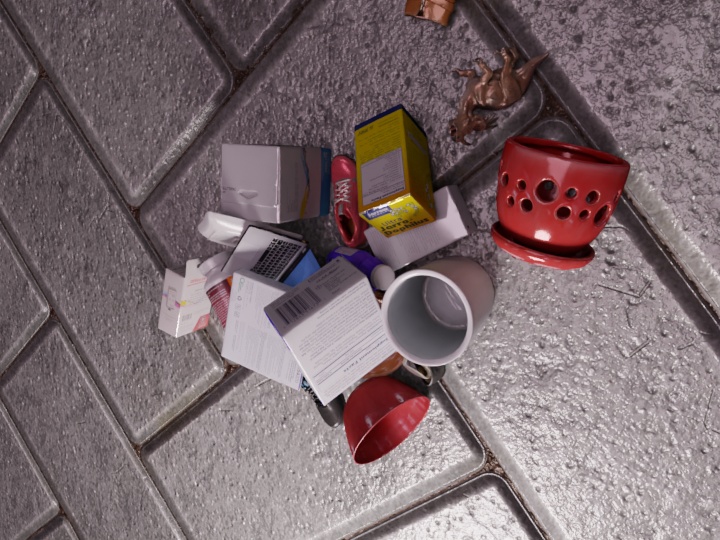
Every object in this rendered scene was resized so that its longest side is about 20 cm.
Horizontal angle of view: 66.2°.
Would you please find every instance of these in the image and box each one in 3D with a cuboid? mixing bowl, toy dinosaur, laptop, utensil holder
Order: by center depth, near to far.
[{"bbox_3d":[0.240,-0.314,0.985,0.197,0.086,0.137,-18,103,12],"label":"toy dinosaur"},{"bbox_3d":[0.154,0.064,1.032,0.168,0.199,0.173,6,104,26],"label":"utensil holder"},{"bbox_3d":[-0.171,0.027,1.134,0.187,0.198,0.117,-44,38,47],"label":"laptop"},{"bbox_3d":[0.038,0.295,1.158,0.109,0.199,0.201,48,118,32],"label":"mixing bowl"}]

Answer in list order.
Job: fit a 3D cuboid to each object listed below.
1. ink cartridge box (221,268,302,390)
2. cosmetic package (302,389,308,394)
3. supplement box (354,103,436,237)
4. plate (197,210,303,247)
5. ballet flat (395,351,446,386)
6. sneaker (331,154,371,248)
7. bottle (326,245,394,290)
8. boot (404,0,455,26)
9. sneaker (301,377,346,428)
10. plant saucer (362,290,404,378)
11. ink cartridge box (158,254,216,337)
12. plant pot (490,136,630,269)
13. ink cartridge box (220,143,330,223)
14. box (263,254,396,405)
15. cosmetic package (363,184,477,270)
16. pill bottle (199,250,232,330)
[{"bbox_3d":[-0.185,0.120,1.135,0.198,0.043,0.199,20,110,15],"label":"ink cartridge box"},{"bbox_3d":[-0.095,0.171,1.252,0.104,0.071,0.203,-8,96,29],"label":"cosmetic package"},{"bbox_3d":[0.063,-0.184,1.033,0.108,0.109,0.203,-18,61,29],"label":"supplement box"},{"bbox_3d":[-0.241,-0.070,1.173,0.199,0.197,0.033,166,116,-67],"label":"plate"},{"bbox_3d":[0.101,0.153,1.114,0.201,0.068,0.068,51,152,-11],"label":"ballet flat"},{"bbox_3d":[-0.023,-0.143,1.144,0.073,0.087,0.203,-13,94,27],"label":"sneaker"},{"bbox_3d":[0.000,0.000,1.116,0.199,0.065,0.084,15,137,62],"label":"bottle"},{"bbox_3d":[0.172,-0.518,0.982,0.199,0.073,0.157,26,110,33],"label":"boot"},{"bbox_3d":[-0.096,0.250,1.181,0.073,0.082,0.202,-24,89,28],"label":"sneaker"},{"bbox_3d":[0.014,0.133,1.178,0.197,0.038,0.203,2,108,5],"label":"plant saucer"},{"bbox_3d":[-0.427,0.051,1.373,0.067,0.116,0.203,22,108,21],"label":"ink cartridge box"},{"bbox_3d":[0.317,-0.114,0.919,0.198,0.200,0.185,21,116,21],"label":"plant pot"},{"bbox_3d":[-0.172,-0.185,1.148,0.145,0.199,0.148,9,104,24],"label":"ink cartridge box"},{"bbox_3d":[-0.052,0.111,1.032,0.105,0.183,0.202,38,158,51],"label":"box"},{"bbox_3d":[0.117,-0.079,1.094,0.198,0.071,0.103,-26,88,29],"label":"cosmetic package"},{"bbox_3d":[-0.300,0.061,1.311,0.112,0.113,0.202,-31,86,28],"label":"pill bottle"}]
